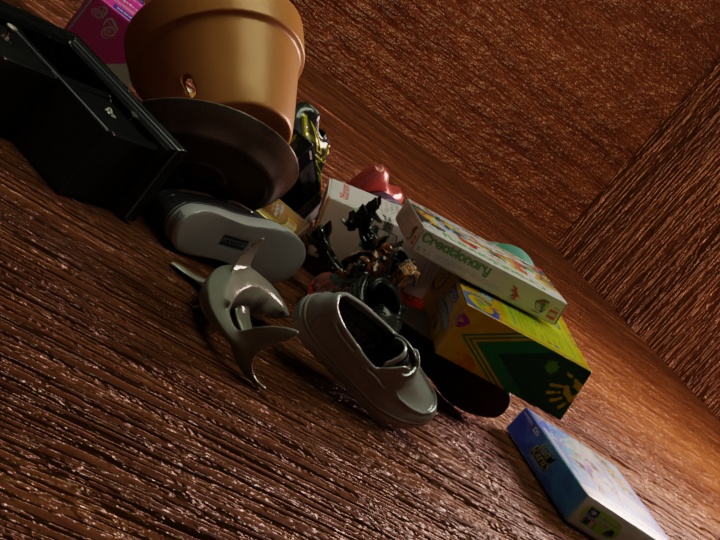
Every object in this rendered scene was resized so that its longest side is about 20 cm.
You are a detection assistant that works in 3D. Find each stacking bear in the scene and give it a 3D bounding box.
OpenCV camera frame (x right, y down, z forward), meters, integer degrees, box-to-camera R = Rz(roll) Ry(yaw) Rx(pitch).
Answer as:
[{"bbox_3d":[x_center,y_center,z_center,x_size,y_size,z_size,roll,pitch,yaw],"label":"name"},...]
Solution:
[{"bbox_3d":[0.045,-0.029,1.753,0.200,0.114,0.121,59,5,28],"label":"stacking bear"}]

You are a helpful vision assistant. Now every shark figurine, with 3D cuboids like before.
[{"bbox_3d":[-0.109,0.015,1.140,0.128,0.090,0.215,37,10,-9],"label":"shark figurine"}]

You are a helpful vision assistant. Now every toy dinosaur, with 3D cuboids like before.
[{"bbox_3d":[0.000,0.000,1.454,0.102,0.200,0.136,-28,90,-45],"label":"toy dinosaur"}]

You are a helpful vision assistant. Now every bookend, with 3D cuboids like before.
[{"bbox_3d":[-0.300,-0.157,1.154,0.199,0.092,0.200,46,13,25],"label":"bookend"}]

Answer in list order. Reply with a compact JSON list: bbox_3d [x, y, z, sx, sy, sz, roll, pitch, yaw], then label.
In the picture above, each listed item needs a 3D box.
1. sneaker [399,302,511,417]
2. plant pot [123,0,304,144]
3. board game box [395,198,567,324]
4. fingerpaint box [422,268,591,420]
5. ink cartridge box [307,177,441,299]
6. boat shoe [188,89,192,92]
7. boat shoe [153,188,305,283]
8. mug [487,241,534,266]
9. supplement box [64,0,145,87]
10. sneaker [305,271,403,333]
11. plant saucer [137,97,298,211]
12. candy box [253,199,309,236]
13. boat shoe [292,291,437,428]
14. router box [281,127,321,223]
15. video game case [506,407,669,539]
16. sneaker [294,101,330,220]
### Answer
[{"bbox_3d":[0.104,0.098,1.515,0.200,0.073,0.085,38,22,-8],"label":"sneaker"},{"bbox_3d":[-0.150,-0.197,1.342,0.200,0.200,0.140,27,43,-49],"label":"plant pot"},{"bbox_3d":[0.141,-0.011,1.472,0.200,0.035,0.126,27,14,-15],"label":"board game box"},{"bbox_3d":[0.166,0.074,1.455,0.166,0.074,0.200,29,14,-10],"label":"fingerpaint box"},{"bbox_3d":[0.036,-0.037,1.607,0.199,0.085,0.146,21,12,-4],"label":"ink cartridge box"},{"bbox_3d":[-0.191,-0.148,1.554,0.200,0.071,0.063,46,49,-14],"label":"boat shoe"},{"bbox_3d":[-0.138,-0.040,1.309,0.200,0.072,0.068,17,26,-49],"label":"boat shoe"},{"bbox_3d":[0.171,0.036,1.776,0.152,0.185,0.115,7,59,-42],"label":"mug"},{"bbox_3d":[-0.326,-0.305,1.616,0.101,0.103,0.200,37,13,-20],"label":"supplement box"},{"bbox_3d":[-0.003,0.040,1.352,0.071,0.098,0.200,33,11,-24],"label":"sneaker"},{"bbox_3d":[-0.165,-0.110,1.290,0.200,0.200,0.032,32,56,-35],"label":"plant saucer"},{"bbox_3d":[-0.159,-0.089,1.443,0.200,0.055,0.115,39,14,-1],"label":"candy box"},{"bbox_3d":[0.021,0.086,1.223,0.200,0.068,0.072,48,49,-25],"label":"boat shoe"},{"bbox_3d":[-0.121,-0.151,1.621,0.149,0.051,0.200,43,-15,16],"label":"router box"},{"bbox_3d":[0.289,0.275,1.541,0.181,0.045,0.200,36,12,-27],"label":"video game case"},{"bbox_3d":[-0.072,-0.152,1.744,0.074,0.085,0.200,38,-22,33],"label":"sneaker"}]
